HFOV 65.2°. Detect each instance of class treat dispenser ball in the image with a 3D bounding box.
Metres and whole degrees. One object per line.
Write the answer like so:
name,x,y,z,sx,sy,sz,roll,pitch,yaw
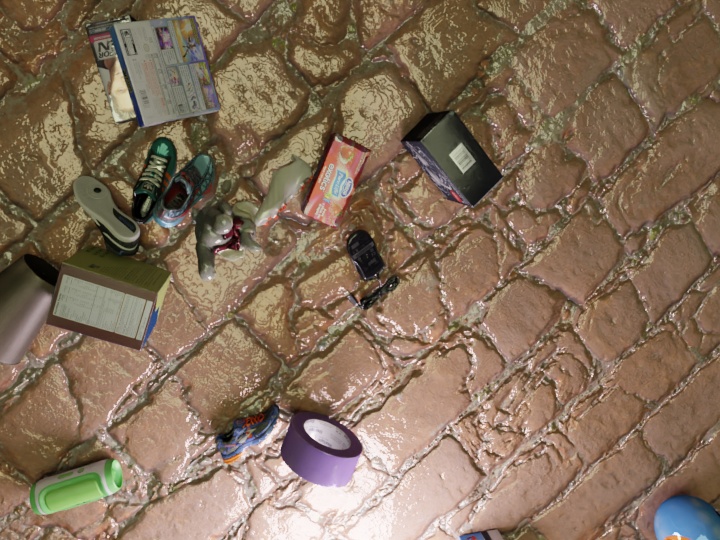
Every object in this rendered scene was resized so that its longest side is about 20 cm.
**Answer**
treat dispenser ball,1.001,0.791,1.710,0.195,0.201,0.207,-2,103,-10

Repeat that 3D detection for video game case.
video game case,-0.415,-0.428,1.209,0.179,0.045,0.205,-23,108,-34

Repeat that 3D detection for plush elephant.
plush elephant,-0.298,-0.082,1.300,0.152,0.200,0.168,7,116,-34

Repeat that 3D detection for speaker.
speaker,-0.697,0.532,1.388,0.195,0.088,0.091,-15,105,-7

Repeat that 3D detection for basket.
basket,-0.768,0.074,1.251,0.180,0.136,0.201,43,88,-20

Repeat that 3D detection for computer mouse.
computer mouse,0.000,0.000,1.425,0.140,0.046,0.201,-39,118,-5

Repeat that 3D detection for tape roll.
tape roll,-0.098,0.450,1.424,0.196,0.200,0.087,21,98,-14

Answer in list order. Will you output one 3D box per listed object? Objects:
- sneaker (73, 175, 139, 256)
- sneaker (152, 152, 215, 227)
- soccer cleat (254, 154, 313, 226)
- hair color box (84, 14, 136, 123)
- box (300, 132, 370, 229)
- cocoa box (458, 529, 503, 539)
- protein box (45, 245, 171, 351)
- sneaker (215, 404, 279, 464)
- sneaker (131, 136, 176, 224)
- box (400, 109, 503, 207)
sneaker,-0.580,-0.109,1.275,0.200,0.112,0.073,46,50,11
sneaker,-0.382,-0.187,1.255,0.078,0.095,0.203,32,65,-11
soccer cleat,-0.191,-0.186,1.315,0.077,0.069,0.201,42,65,-6
hair color box,-0.510,-0.432,1.221,0.098,0.061,0.205,-15,105,-7
box,-0.061,-0.213,1.335,0.094,0.100,0.204,22,97,-15
cocoa box,0.365,0.894,1.646,0.128,0.133,0.206,-5,103,-9
protein box,-0.548,0.056,1.250,0.196,0.199,0.138,19,99,-14
sneaker,-0.290,0.410,1.446,0.199,0.075,0.079,-39,103,-2
sneaker,-0.466,-0.199,1.270,0.070,0.080,0.205,17,99,-14
box,0.212,-0.265,1.334,0.104,0.182,0.200,-42,106,2
